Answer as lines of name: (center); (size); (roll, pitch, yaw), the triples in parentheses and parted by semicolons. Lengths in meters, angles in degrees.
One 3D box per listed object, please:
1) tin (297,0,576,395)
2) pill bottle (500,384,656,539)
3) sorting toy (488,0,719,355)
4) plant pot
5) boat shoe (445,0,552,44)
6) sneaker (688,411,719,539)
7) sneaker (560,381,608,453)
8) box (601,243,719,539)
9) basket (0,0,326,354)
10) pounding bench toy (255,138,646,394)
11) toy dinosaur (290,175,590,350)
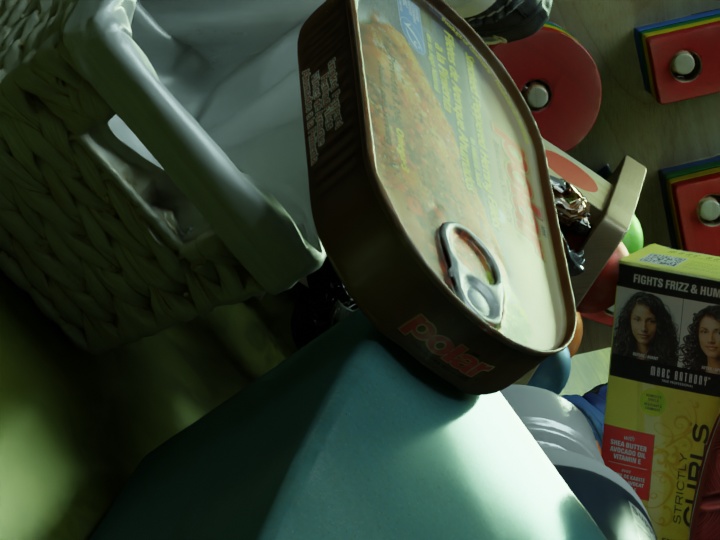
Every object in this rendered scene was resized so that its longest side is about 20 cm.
tin: (0.027, -0.036, 1.055); (0.112, 0.042, 0.201); (33, 31, -27)
pill bottle: (0.074, 0.146, 1.186); (0.120, 0.119, 0.201); (43, 21, -33)
sorting toy: (0.141, -0.056, 1.470); (0.070, 0.197, 0.201); (-110, -172, -77)
plant pot: (-0.015, 0.122, 0.975); (0.142, 0.141, 0.200); (53, 20, -5)
boat shoe: (0.009, -0.158, 1.335); (0.199, 0.074, 0.060); (22, -6, 40)
sneaker: (0.159, 0.132, 1.184); (0.116, 0.078, 0.201); (-134, -135, -74)
sneaker: (0.137, 0.094, 1.456); (0.200, 0.078, 0.076); (61, 9, -86)
box: (0.148, 0.093, 1.274); (0.050, 0.075, 0.201); (-23, 121, -60)
basket: (-0.076, -0.079, 1.123); (0.136, 0.123, 0.200); (49, 35, -21)
pounding bench toy: (0.055, -0.027, 1.357); (0.156, 0.125, 0.200); (32, 19, 0)
toy dinosaur: (0.000, 0.000, 1.211); (0.102, 0.199, 0.137); (-6, 96, -85)
